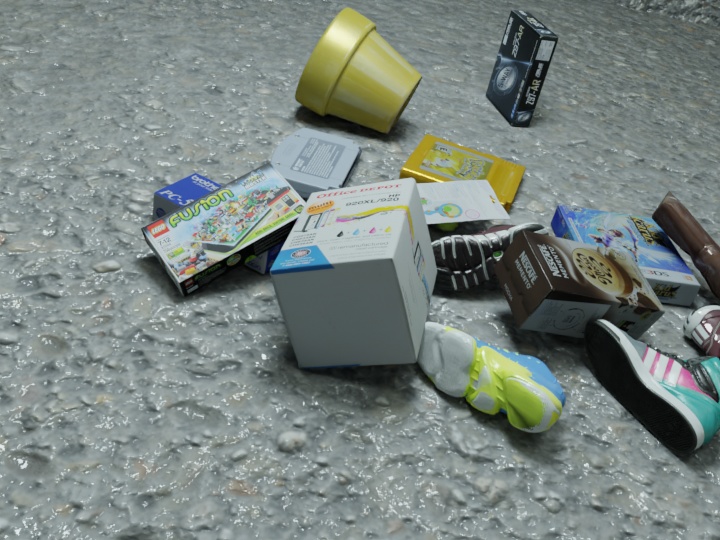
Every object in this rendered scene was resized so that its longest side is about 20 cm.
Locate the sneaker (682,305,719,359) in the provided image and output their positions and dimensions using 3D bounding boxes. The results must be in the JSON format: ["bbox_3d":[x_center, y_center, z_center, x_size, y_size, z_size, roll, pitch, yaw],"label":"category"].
[{"bbox_3d":[0.565,0.106,1.093,0.199,0.076,0.116,-4,42,-6],"label":"sneaker"}]

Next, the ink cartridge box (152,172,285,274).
[{"bbox_3d":[-0.189,-0.070,1.116,0.200,0.044,0.094,26,36,19],"label":"ink cartridge box"}]

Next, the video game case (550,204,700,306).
[{"bbox_3d":[0.419,-0.029,1.254,0.181,0.046,0.200,8,34,-8],"label":"video game case"}]

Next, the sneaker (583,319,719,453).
[{"bbox_3d":[0.385,0.127,0.980,0.121,0.084,0.200,-15,50,-27],"label":"sneaker"}]

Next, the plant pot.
[{"bbox_3d":[0.005,-0.363,1.488,0.189,0.201,0.201,31,35,-1],"label":"plant pot"}]

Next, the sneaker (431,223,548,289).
[{"bbox_3d":[0.169,-0.023,1.147,0.199,0.076,0.116,-10,8,-5],"label":"sneaker"}]

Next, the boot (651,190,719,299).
[{"bbox_3d":[0.510,-0.043,1.173,0.064,0.186,0.200,-32,71,8],"label":"boot"}]

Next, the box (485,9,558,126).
[{"bbox_3d":[0.343,-0.434,1.672,0.043,0.200,0.160,1,36,-18],"label":"box"}]

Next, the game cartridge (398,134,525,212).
[{"bbox_3d":[0.187,-0.176,1.401,0.200,0.033,0.176,18,35,10],"label":"game cartridge"}]

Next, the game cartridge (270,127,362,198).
[{"bbox_3d":[-0.080,-0.180,1.319,0.133,0.041,0.200,19,34,3],"label":"game cartridge"}]

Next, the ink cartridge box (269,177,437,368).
[{"bbox_3d":[0.000,0.000,0.952,0.147,0.145,0.200,-6,30,16],"label":"ink cartridge box"}]

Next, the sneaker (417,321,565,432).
[{"bbox_3d":[0.159,0.125,0.943,0.200,0.076,0.105,35,22,30],"label":"sneaker"}]

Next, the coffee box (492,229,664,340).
[{"bbox_3d":[0.294,0.025,1.055,0.200,0.080,0.113,9,43,-27],"label":"coffee box"}]

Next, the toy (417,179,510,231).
[{"bbox_3d":[0.125,-0.096,1.254,0.199,0.047,0.115,-2,40,-14],"label":"toy"}]

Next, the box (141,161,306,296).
[{"bbox_3d":[-0.176,-0.058,1.039,0.200,0.035,0.110,-31,61,-19],"label":"box"}]
